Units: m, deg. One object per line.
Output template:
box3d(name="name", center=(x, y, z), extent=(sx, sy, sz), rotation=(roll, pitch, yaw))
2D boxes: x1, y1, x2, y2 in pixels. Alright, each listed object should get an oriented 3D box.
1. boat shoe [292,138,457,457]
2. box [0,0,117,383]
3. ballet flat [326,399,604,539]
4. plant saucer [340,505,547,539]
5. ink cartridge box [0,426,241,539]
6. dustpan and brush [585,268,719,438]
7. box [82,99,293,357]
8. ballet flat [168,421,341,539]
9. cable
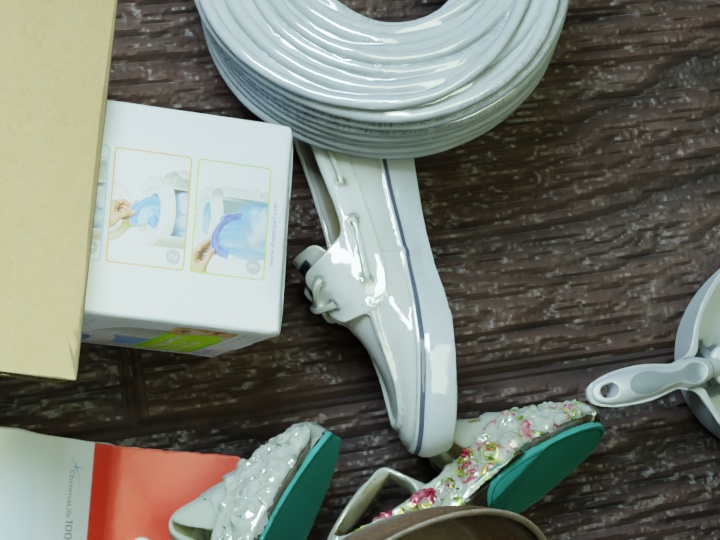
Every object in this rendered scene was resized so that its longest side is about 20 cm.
box3d(name="boat shoe", center=(0.000, 0.000, 1.105), extent=(0.069, 0.071, 0.202), rotation=(-8, 79, -14))
box3d(name="box", center=(-0.193, -0.058, 0.944), extent=(0.162, 0.021, 0.202), rotation=(8, 79, -18))
box3d(name="ballet flat", center=(0.041, 0.116, 1.112), extent=(0.199, 0.076, 0.064), rotation=(-36, 65, -27))
box3d(name="plant saucer", center=(0.006, 0.185, 1.037), extent=(0.199, 0.037, 0.202), rotation=(-24, 136, -25))
box3d(name="ink cartridge box", center=(-0.151, 0.160, 1.037), extent=(0.198, 0.047, 0.162), rotation=(7, 81, -19))
box3d(name="dustpan and brush", center=(0.200, 0.053, 1.184), extent=(0.198, 0.057, 0.141), rotation=(-10, 87, -22))
box3d(name="box", center=(-0.145, -0.023, 1.028), extent=(0.198, 0.112, 0.102), rotation=(7, 80, -20))
box3d(name="ballet flat", center=(-0.075, 0.153, 1.041), extent=(0.071, 0.072, 0.201), rotation=(31, 66, -15))
box3d(name="cable", center=(0.009, -0.154, 1.103), extent=(0.198, 0.069, 0.202), rotation=(-4, 65, -8))
